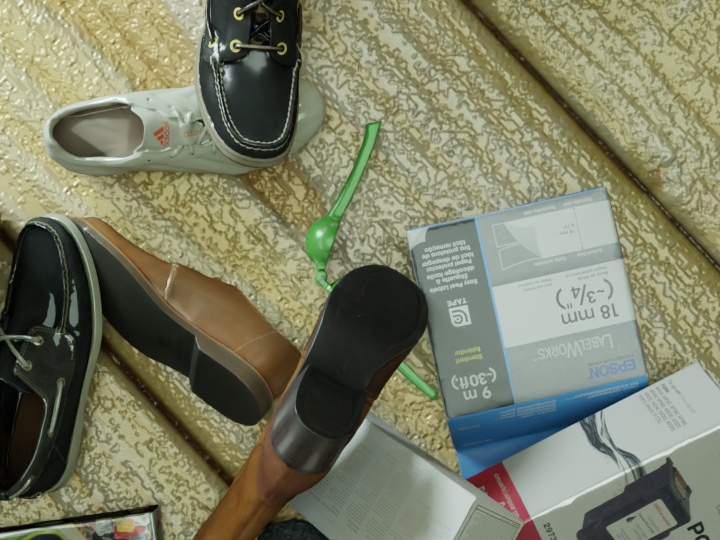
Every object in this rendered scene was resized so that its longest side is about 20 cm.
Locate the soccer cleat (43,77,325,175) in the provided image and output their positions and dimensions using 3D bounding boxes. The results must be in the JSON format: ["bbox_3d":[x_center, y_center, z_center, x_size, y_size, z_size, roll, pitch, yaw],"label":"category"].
[{"bbox_3d":[-0.123,-0.099,1.129,0.199,0.078,0.070,-8,89,1],"label":"soccer cleat"}]

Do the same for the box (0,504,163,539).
[{"bbox_3d":[-0.235,0.236,1.150,0.199,0.035,0.111,-9,89,2],"label":"box"}]

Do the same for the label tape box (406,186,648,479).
[{"bbox_3d":[0.123,0.055,1.127,0.144,0.063,0.201,-13,89,2],"label":"label tape box"}]

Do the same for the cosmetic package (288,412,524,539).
[{"bbox_3d":[0.021,0.155,1.067,0.051,0.200,0.083,31,90,-33],"label":"cosmetic package"}]

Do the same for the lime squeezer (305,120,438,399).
[{"bbox_3d":[0.000,0.000,1.149,0.070,0.038,0.201,-12,89,-17],"label":"lime squeezer"}]

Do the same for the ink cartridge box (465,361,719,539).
[{"bbox_3d":[0.180,0.177,1.092,0.199,0.084,0.145,-27,113,1],"label":"ink cartridge box"}]

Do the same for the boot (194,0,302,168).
[{"bbox_3d":[-0.062,-0.185,1.066,0.073,0.151,0.201,6,64,-12],"label":"boot"}]

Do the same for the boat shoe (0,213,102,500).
[{"bbox_3d":[-0.227,0.061,1.123,0.072,0.068,0.201,9,95,27],"label":"boat shoe"}]

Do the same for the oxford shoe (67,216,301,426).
[{"bbox_3d":[-0.127,0.024,1.144,0.200,0.071,0.071,40,54,9],"label":"oxford shoe"}]

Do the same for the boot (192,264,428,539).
[{"bbox_3d":[-0.037,0.108,1.086,0.068,0.189,0.200,28,133,-7],"label":"boot"}]

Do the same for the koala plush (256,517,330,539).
[{"bbox_3d":[0.011,0.271,1.079,0.199,0.177,0.185,11,78,6],"label":"koala plush"}]
